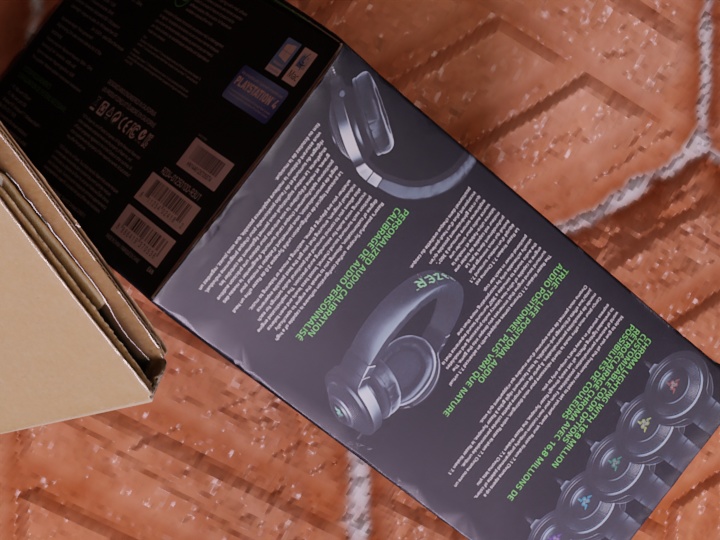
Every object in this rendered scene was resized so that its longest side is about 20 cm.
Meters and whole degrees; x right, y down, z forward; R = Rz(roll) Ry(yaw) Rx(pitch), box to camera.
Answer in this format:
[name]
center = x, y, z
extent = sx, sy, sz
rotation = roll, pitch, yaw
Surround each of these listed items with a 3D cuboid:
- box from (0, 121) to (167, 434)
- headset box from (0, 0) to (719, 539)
[box]
center = -0.175, -0.008, 0.834
extent = 0.164, 0.199, 0.021
rotation = 55, 39, -29
[headset box]
center = 0.000, 0.000, 0.914
extent = 0.200, 0.174, 0.093
rotation = 39, 89, -31
